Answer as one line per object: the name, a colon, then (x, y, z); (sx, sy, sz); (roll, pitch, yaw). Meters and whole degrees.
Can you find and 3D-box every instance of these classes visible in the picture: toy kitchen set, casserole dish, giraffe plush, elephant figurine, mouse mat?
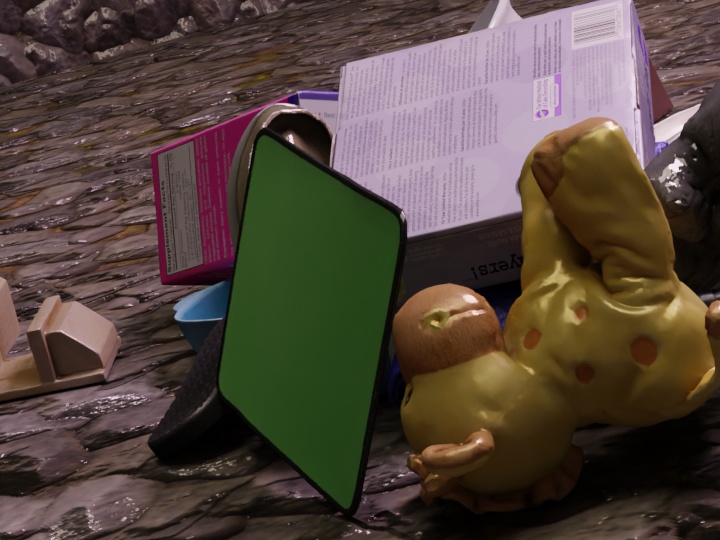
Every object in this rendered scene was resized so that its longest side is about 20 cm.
toy kitchen set: (-0.264, -0.001, 1.555); (0.163, 0.181, 0.200); (-10, 17, 7)
casserole dish: (-0.027, 0.025, 1.532); (0.199, 0.039, 0.121); (-8, 14, 23)
giraffe plush: (0.087, 0.045, 1.137); (0.162, 0.173, 0.200); (-26, 56, -3)
elephant figurine: (0.248, -0.032, 1.169); (0.141, 0.155, 0.200); (-31, 22, -21)
mouse mat: (-0.029, 0.022, 1.229); (0.008, 0.161, 0.200); (4, 15, -25)

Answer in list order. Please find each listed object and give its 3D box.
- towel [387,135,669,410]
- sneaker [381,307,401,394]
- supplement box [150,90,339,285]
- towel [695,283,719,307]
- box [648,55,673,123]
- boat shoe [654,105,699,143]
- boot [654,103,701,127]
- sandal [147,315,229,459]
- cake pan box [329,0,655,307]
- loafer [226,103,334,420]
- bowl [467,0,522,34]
towel: (0.099, -0.005, 1.313); (0.147, 0.050, 0.200); (-2, 42, 17)
sneaker: (0.000, 0.000, 1.417); (0.077, 0.076, 0.200); (-26, 35, 12)
supplement box: (-0.052, -0.053, 1.612); (0.101, 0.104, 0.200); (0, -8, -34)
towel: (0.240, -0.042, 1.449); (0.199, 0.086, 0.166); (-11, 12, 10)
box: (0.110, -0.089, 1.554); (0.100, 0.075, 0.200); (-19, 10, 45)
boat shoe: (0.253, -0.065, 1.568); (0.200, 0.075, 0.093); (-35, 47, -5)
boot: (0.223, -0.087, 1.699); (0.199, 0.073, 0.144); (-16, 11, 4)
sandal: (-0.068, 0.059, 1.406); (0.075, 0.045, 0.200); (-35, 15, 36)
cake pan box: (0.075, -0.071, 1.332); (0.184, 0.052, 0.200); (-12, 38, 12)
loafer: (-0.032, -0.007, 1.337); (0.075, 0.201, 0.070); (7, -21, -23)
bowl: (0.090, -0.097, 1.721); (0.090, 0.201, 0.201); (30, 14, -4)
